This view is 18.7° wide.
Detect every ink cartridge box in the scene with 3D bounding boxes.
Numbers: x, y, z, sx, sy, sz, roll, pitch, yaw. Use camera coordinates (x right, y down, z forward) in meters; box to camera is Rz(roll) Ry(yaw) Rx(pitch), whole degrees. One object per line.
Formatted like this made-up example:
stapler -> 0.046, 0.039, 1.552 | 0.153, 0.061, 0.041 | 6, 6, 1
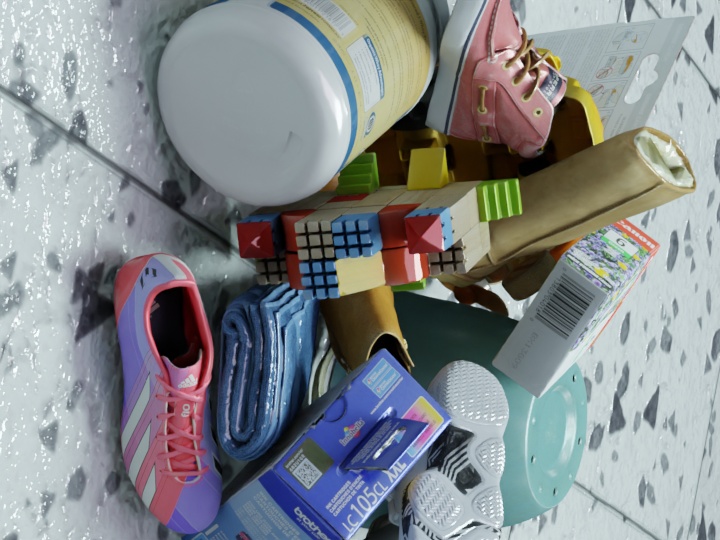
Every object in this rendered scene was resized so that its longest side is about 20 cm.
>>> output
ink cartridge box -> 0.182, 0.016, 1.722 | 0.109, 0.050, 0.200 | -59, 168, 28
ink cartridge box -> -0.026, 0.141, 1.517 | 0.076, 0.200, 0.136 | 45, 55, -1
ink cartridge box -> 0.180, -0.141, 1.861 | 0.050, 0.200, 0.162 | 59, 44, -36

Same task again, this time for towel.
towel -> -0.063, 0.066, 1.531 | 0.200, 0.048, 0.112 | -51, 145, -83

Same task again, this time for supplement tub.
supplement tub -> -0.034, -0.146, 1.521 | 0.200, 0.145, 0.145 | -44, 132, -50

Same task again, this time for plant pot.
plant pot -> 0.089, 0.121, 1.783 | 0.201, 0.161, 0.201 | -16, 108, -60

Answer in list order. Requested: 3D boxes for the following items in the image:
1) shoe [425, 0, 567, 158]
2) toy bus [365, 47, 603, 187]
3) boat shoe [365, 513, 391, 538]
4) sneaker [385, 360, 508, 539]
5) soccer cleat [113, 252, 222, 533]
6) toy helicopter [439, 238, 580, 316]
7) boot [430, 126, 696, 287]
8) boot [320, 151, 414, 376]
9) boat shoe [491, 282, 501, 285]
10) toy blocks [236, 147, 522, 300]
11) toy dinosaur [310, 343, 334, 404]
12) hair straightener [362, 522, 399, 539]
shoe -> 0.105, -0.151, 1.548 | 0.200, 0.091, 0.072 | 101, 10, -61
toy bus -> 0.110, -0.120, 1.751 | 0.192, 0.200, 0.136 | -60, 144, -53
boat shoe -> 0.009, 0.284, 1.755 | 0.074, 0.073, 0.200 | -6, 109, -37
sneaker -> 0.048, 0.169, 1.590 | 0.075, 0.115, 0.200 | 27, 47, -16
soccer cleat -> -0.124, 0.086, 1.454 | 0.067, 0.076, 0.200 | -12, 105, -23
toy helicopter -> 0.126, -0.008, 1.813 | 0.079, 0.132, 0.200 | 55, 7, -10
boot -> 0.120, -0.054, 1.596 | 0.175, 0.200, 0.066 | 7, 64, -58
boot -> -0.001, 0.001, 1.620 | 0.144, 0.071, 0.201 | -116, -167, -53
boat shoe -> 0.153, -0.067, 1.963 | 0.200, 0.069, 0.074 | -65, 146, -33
toy blocks -> -0.001, -0.020, 1.491 | 0.137, 0.200, 0.100 | -38, 122, -69
toy dinosaur -> -0.023, 0.151, 1.685 | 0.088, 0.047, 0.200 | -142, -127, -81
hair straightener -> -0.031, 0.222, 1.639 | 0.200, 0.041, 0.077 | -18, 112, -30
